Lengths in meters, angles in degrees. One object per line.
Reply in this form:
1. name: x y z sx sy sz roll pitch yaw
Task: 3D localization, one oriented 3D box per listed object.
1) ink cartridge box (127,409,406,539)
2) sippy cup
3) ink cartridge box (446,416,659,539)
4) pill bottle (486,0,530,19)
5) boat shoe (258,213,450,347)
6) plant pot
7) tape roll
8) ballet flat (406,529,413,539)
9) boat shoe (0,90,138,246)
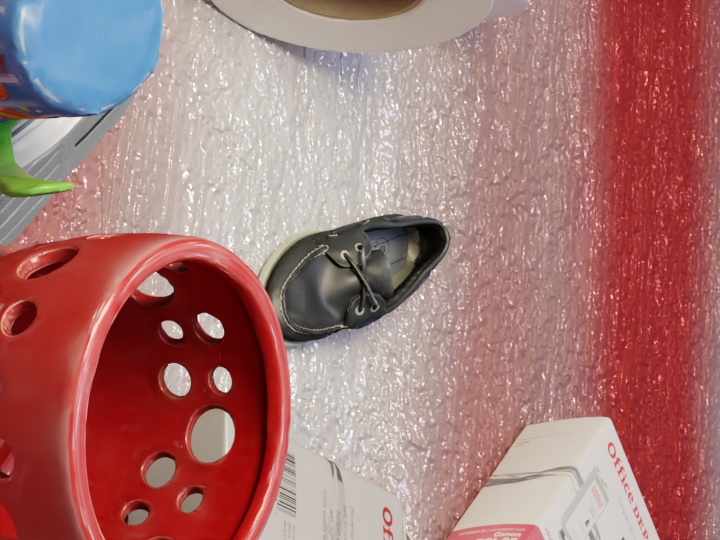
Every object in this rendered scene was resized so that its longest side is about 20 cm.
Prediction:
1. ink cartridge box: -0.057 0.192 1.501 0.200 0.082 0.148 33 47 -47
2. sippy cup: -0.178 -0.139 1.273 0.140 0.130 0.178 -46 125 -23
3. ink cartridge box: 0.148 0.225 1.805 0.200 0.082 0.147 -48 121 -49
4. pill bottle: 0.082 -0.300 1.813 0.112 0.111 0.202 7 76 -54
5. boat shoe: 0.001 0.002 1.660 0.199 0.066 0.075 -19 98 -55
6. plant pot: -0.163 0.080 1.287 0.200 0.181 0.202 -1 91 -58
7. tape roll: -0.004 -0.253 1.598 0.202 0.202 0.140 29 59 -49
8. ballet flat: -0.003 0.273 1.604 0.069 0.069 0.201 40 55 -43
9. boat shoe: -0.209 -0.071 1.383 0.200 0.062 0.072 -48 163 -35
